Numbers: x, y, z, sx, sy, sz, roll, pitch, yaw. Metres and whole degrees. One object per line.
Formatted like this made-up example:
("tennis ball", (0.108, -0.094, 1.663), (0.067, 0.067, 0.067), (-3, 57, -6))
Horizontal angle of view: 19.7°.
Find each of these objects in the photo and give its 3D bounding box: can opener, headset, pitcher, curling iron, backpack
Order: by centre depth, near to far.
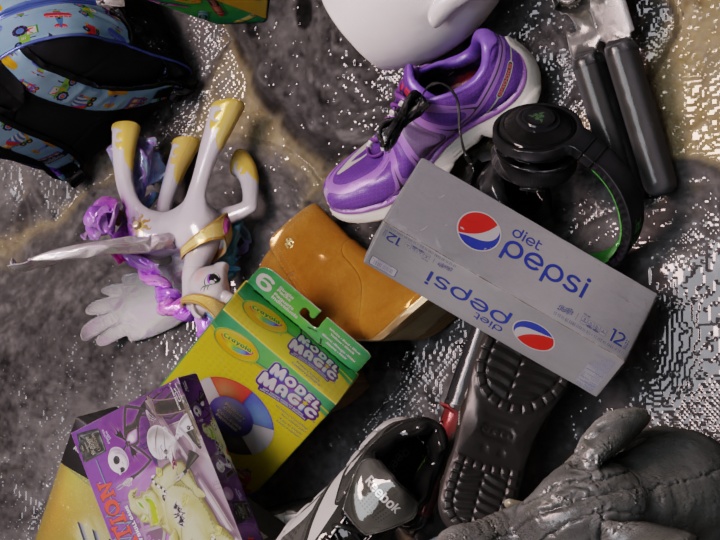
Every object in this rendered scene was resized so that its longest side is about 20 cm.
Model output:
("headset", (0.110, -0.065, 1.521), (0.200, 0.094, 0.124), (37, 138, 9))
("can opener", (0.191, -0.150, 1.543), (0.053, 0.067, 0.201), (-17, 88, 29))
("pitcher", (0.072, -0.232, 1.566), (0.200, 0.121, 0.172), (-39, 30, 17))
("curling iron", (0.063, 0.110, 1.599), (0.050, 0.026, 0.200), (26, 98, 29))
("backpack", (-0.268, -0.173, 1.742), (0.182, 0.200, 0.135), (-35, 67, 25))

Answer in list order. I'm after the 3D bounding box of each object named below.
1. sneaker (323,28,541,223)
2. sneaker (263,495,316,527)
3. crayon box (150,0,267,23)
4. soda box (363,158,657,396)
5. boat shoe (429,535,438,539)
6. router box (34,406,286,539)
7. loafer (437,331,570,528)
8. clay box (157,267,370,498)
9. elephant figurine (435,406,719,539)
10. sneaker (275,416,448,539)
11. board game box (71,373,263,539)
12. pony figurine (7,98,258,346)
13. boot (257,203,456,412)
("sneaker", (0.042, -0.118, 1.598), (0.200, 0.083, 0.081), (-40, 39, 18))
("sneaker", (-0.069, 0.233, 1.648), (0.200, 0.078, 0.091), (-19, 84, 34))
("crayon box", (-0.123, -0.314, 1.715), (0.058, 0.119, 0.201), (3, 86, 32))
("soda box", (0.108, 0.005, 1.499), (0.200, 0.063, 0.068), (30, 58, 2))
("boat shoe", (0.028, 0.263, 1.584), (0.200, 0.070, 0.066), (-31, 67, 18))
("router box", (-0.161, 0.225, 1.631), (0.200, 0.052, 0.158), (30, 112, 27))
("loafer", (0.103, 0.105, 1.540), (0.073, 0.071, 0.200), (26, 75, -1))
("clay box", (-0.087, 0.094, 1.620), (0.115, 0.048, 0.200), (39, 132, -1))
("elephant figurine", (0.171, 0.165, 1.421), (0.141, 0.200, 0.155), (29, 99, 32))
("sneaker", (-0.001, 0.177, 1.510), (0.066, 0.090, 0.200), (41, 66, -3))
("board game box", (-0.135, 0.192, 1.563), (0.120, 0.032, 0.200), (-29, 80, 35))
("pony figurine", (-0.168, -0.028, 1.706), (0.193, 0.167, 0.201), (-9, 64, 24))
("boot", (0.000, 0.000, 1.627), (0.201, 0.071, 0.144), (-42, 65, 26))
